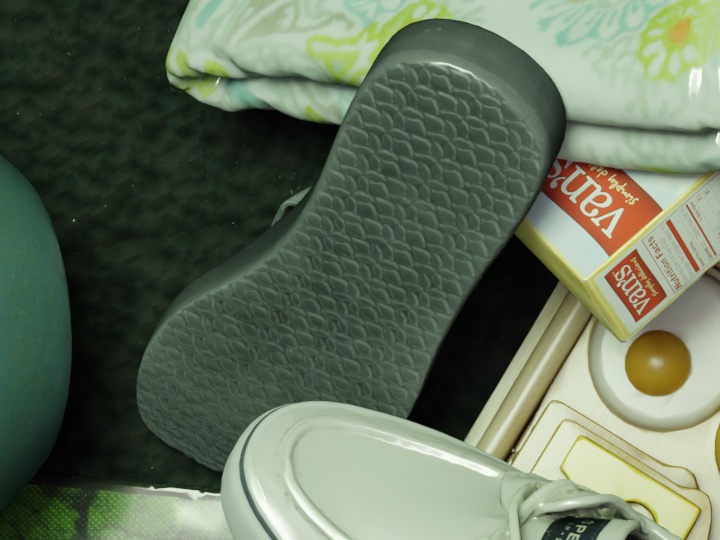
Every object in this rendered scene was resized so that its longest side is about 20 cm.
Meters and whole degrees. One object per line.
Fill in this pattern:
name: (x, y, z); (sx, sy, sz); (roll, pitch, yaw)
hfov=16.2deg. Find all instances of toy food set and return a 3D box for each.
toy food set: (0.107, 0.056, 0.752); (0.143, 0.060, 0.201); (31, 87, 9)

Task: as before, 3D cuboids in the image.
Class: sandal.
sandal: (0.001, 0.000, 0.734); (0.076, 0.200, 0.043); (35, 43, -7)

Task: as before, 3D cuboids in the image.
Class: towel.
towel: (0.052, -0.116, 0.736); (0.199, 0.048, 0.172); (10, 64, 35)

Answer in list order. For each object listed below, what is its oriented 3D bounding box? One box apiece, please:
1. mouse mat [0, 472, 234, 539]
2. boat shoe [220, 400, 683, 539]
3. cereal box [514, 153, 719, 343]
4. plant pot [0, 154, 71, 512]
mouse mat: (-0.090, 0.145, 0.792); (0.198, 0.008, 0.162); (4, 83, 8)
boat shoe: (0.054, 0.089, 0.692); (0.199, 0.066, 0.072); (34, 57, 9)
cereal box: (0.107, -0.090, 0.745); (0.200, 0.040, 0.144); (-40, 48, -1)
plant pot: (-0.163, 0.018, 0.741); (0.134, 0.200, 0.202); (-4, 80, -29)
